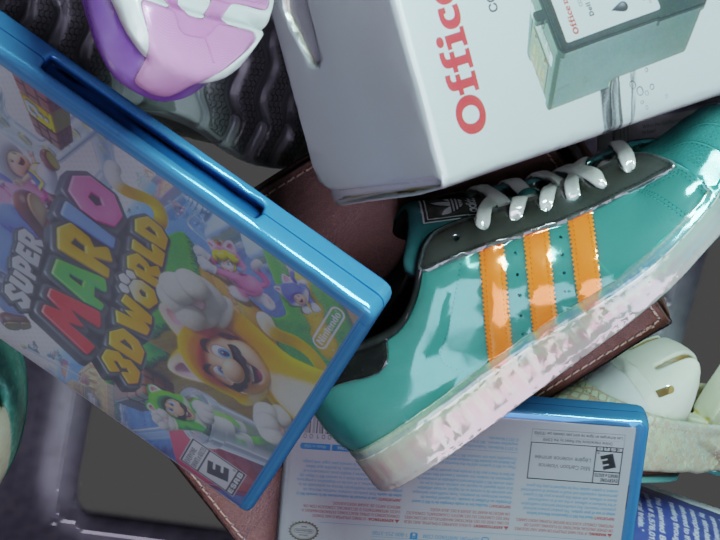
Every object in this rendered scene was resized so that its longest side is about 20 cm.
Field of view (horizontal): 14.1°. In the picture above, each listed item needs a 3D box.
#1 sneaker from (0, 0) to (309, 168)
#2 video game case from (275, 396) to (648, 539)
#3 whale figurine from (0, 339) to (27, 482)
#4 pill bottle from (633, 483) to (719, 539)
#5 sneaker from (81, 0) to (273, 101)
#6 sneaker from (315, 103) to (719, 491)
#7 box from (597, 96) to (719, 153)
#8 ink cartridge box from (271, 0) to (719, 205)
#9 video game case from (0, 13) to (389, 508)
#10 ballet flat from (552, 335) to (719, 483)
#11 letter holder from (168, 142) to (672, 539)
[{"bbox_3d":[-0.079,-0.093,1.148,0.199,0.082,0.075,12,100,-32],"label":"sneaker"},{"bbox_3d":[0.034,0.142,1.183,0.142,0.018,0.201,4,113,-3],"label":"video game case"},{"bbox_3d":[-0.229,0.044,1.198,0.199,0.104,0.160,-2,122,23],"label":"whale figurine"},{"bbox_3d":[0.132,0.154,1.267,0.199,0.111,0.112,20,114,-15],"label":"pill bottle"},{"bbox_3d":[-0.093,-0.132,1.023,0.088,0.201,0.080,-36,142,27],"label":"sneaker"},{"bbox_3d":[0.060,-0.006,1.092,0.200,0.071,0.080,-39,100,5],"label":"sneaker"},{"bbox_3d":[0.192,-0.064,1.173,0.199,0.039,0.042,-12,111,-18],"label":"box"},{"bbox_3d":[0.069,-0.120,1.065,0.199,0.084,0.147,-20,98,-29],"label":"ink cartridge box"},{"bbox_3d":[-0.097,-0.007,1.074,0.199,0.018,0.143,35,140,2],"label":"video game case"},{"bbox_3d":[0.138,0.055,1.230,0.199,0.067,0.063,7,108,-36],"label":"ballet flat"},{"bbox_3d":[0.000,0.000,1.184,0.199,0.101,0.142,-33,114,11],"label":"letter holder"}]
